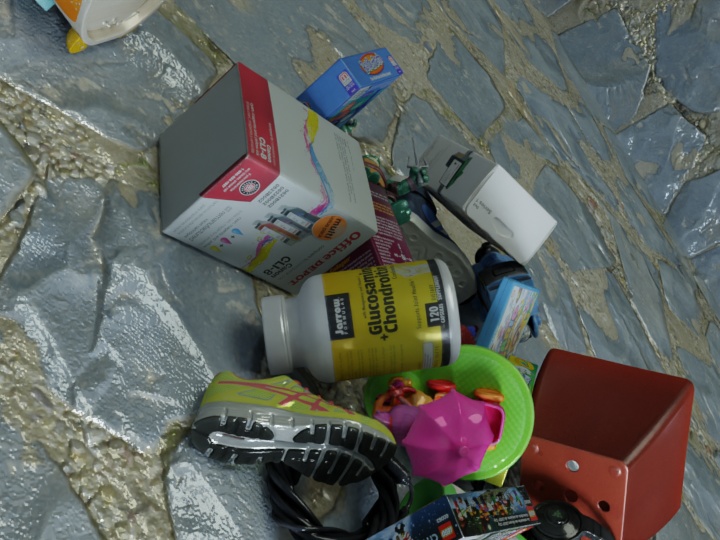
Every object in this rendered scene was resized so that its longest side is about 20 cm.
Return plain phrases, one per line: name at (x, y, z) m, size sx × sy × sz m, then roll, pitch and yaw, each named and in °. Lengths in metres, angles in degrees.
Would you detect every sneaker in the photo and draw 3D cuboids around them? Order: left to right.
sneaker at (-0.058, 0.137, 0.860) m, size 0.197 × 0.079 × 0.091 m, roll 16°, pitch 33°, yaw -16°
sneaker at (0.104, -0.058, 1.357) m, size 0.200 × 0.080 × 0.147 m, roll 43°, pitch 29°, yaw -23°

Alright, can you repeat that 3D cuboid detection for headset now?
headset at (0.217, 0.319, 1.101) m, size 0.198 × 0.124 × 0.094 m, roll 28°, pitch 32°, yaw -6°

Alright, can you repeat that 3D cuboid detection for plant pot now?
plant pot at (0.298, 0.244, 1.169) m, size 0.176 × 0.198 × 0.203 m, roll -31°, pitch 126°, yaw -51°

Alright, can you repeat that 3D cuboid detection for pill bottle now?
pill bottle at (-0.001, 0.055, 0.949) m, size 0.112 × 0.197 × 0.114 m, roll 172°, pitch -90°, yaw -86°

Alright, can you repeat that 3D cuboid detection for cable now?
cable at (-0.024, 0.205, 0.909) m, size 0.164 × 0.051 × 0.199 m, roll 56°, pitch 29°, yaw 10°

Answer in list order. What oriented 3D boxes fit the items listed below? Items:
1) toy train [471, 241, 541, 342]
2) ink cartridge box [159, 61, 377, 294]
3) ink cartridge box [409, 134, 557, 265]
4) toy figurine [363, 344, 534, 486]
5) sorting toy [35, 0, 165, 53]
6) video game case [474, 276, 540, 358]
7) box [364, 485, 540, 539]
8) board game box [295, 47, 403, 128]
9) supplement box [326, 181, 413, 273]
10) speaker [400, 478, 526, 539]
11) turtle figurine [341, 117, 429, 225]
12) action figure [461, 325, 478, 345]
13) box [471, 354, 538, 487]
toy train at (0.212, 0.031, 1.360) m, size 0.200 × 0.085 × 0.116 m, roll -103°, pitch 179°, yaw -67°
ink cartridge box at (-0.102, -0.095, 1.012) m, size 0.199 × 0.145 × 0.146 m, roll 27°, pitch 39°, yaw -41°
ink cartridge box at (0.178, -0.107, 1.342) m, size 0.146 × 0.085 × 0.200 m, roll 38°, pitch 3°, yaw -29°
toy figurine at (0.073, 0.154, 0.948) m, size 0.184 × 0.197 × 0.153 m, roll 3°, pitch 97°, yaw -73°
sorting toy at (-0.322, -0.349, 1.004) m, size 0.180 × 0.107 × 0.200 m, roll 45°, pitch 30°, yaw -3°
video game case at (0.183, 0.083, 1.172) m, size 0.018 × 0.145 × 0.200 m, roll 24°, pitch 4°, yaw 20°
box at (0.045, 0.254, 0.811) m, size 0.136 × 0.199 × 0.038 m, roll 12°, pitch 48°, yaw -51°
board game box at (-0.053, -0.193, 1.135) m, size 0.045 × 0.199 × 0.152 m, roll 52°, pitch 28°, yaw -1°
supplement box at (0.000, 0.000, 1.105) m, size 0.085 × 0.110 × 0.202 m, roll 14°, pitch 49°, yaw -51°
speaker at (0.131, 0.312, 1.001) m, size 0.200 × 0.088 × 0.089 m, roll 42°, pitch 31°, yaw -22°
turtle figurine at (0.021, -0.136, 1.259) m, size 0.148 × 0.101 × 0.201 m, roll 25°, pitch 25°, yaw -14°
action figure at (0.124, 0.119, 1.234) m, size 0.066 × 0.098 × 0.200 m, roll 56°, pitch 6°, yaw 10°
box at (0.180, 0.186, 1.135) m, size 0.048 × 0.119 × 0.200 m, roll 19°, pitch 12°, yaw 13°
